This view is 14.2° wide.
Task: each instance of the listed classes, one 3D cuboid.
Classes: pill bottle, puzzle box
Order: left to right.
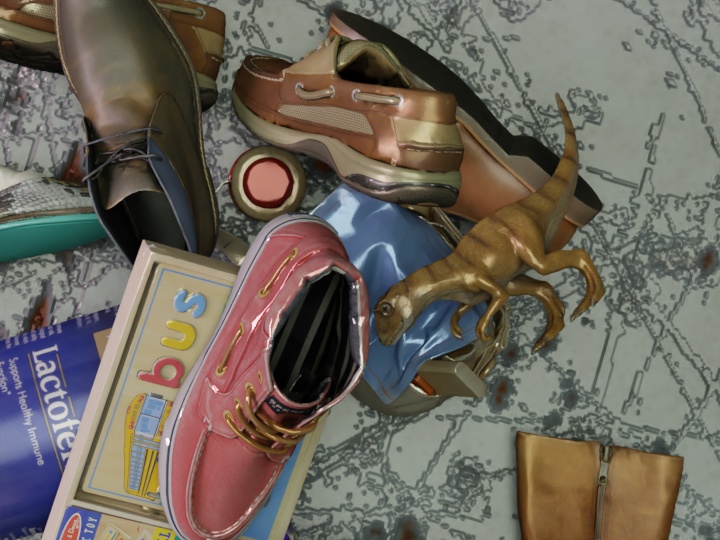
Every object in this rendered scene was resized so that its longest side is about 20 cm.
[{"bbox_3d":[-0.153,0.083,1.698,0.199,0.116,0.116,-17,90,-4],"label":"pill bottle"},{"bbox_3d":[-0.092,0.092,1.638,0.133,0.025,0.200,15,103,-17],"label":"puzzle box"}]

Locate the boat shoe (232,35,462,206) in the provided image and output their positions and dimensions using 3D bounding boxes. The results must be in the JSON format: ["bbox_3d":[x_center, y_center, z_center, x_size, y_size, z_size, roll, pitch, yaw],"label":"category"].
[{"bbox_3d":[-0.002,-0.098,1.668,0.076,0.200,0.074,0,108,-36],"label":"boat shoe"}]

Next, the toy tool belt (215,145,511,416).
[{"bbox_3d":[0.000,0.000,1.704,0.125,0.123,0.200,-43,91,-3],"label":"toy tool belt"}]

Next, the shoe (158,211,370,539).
[{"bbox_3d":[-0.053,0.071,1.577,0.071,0.091,0.201,18,102,-18],"label":"shoe"}]

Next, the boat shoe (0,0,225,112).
[{"bbox_3d":[-0.174,-0.156,1.727,0.200,0.076,0.074,19,83,-11],"label":"boat shoe"}]

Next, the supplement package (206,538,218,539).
[{"bbox_3d":[-0.035,0.270,1.634,0.111,0.156,0.200,26,98,39],"label":"supplement package"}]

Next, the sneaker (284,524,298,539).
[{"bbox_3d":[-0.102,0.237,1.720,0.099,0.070,0.201,21,87,0],"label":"sneaker"}]

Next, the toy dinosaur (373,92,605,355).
[{"bbox_3d":[0.094,-0.017,1.652,0.200,0.060,0.106,-41,89,-28],"label":"toy dinosaur"}]

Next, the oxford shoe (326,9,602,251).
[{"bbox_3d":[0.048,-0.078,1.739,0.200,0.071,0.071,42,109,3],"label":"oxford shoe"}]

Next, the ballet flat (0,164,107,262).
[{"bbox_3d":[-0.241,-0.030,1.720,0.200,0.072,0.072,-18,90,-5],"label":"ballet flat"}]

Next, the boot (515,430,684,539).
[{"bbox_3d":[0.097,0.197,1.734,0.188,0.068,0.201,4,88,-3],"label":"boot"}]

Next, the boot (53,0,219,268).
[{"bbox_3d":[-0.126,-0.081,1.655,0.075,0.097,0.200,-19,109,5],"label":"boot"}]
